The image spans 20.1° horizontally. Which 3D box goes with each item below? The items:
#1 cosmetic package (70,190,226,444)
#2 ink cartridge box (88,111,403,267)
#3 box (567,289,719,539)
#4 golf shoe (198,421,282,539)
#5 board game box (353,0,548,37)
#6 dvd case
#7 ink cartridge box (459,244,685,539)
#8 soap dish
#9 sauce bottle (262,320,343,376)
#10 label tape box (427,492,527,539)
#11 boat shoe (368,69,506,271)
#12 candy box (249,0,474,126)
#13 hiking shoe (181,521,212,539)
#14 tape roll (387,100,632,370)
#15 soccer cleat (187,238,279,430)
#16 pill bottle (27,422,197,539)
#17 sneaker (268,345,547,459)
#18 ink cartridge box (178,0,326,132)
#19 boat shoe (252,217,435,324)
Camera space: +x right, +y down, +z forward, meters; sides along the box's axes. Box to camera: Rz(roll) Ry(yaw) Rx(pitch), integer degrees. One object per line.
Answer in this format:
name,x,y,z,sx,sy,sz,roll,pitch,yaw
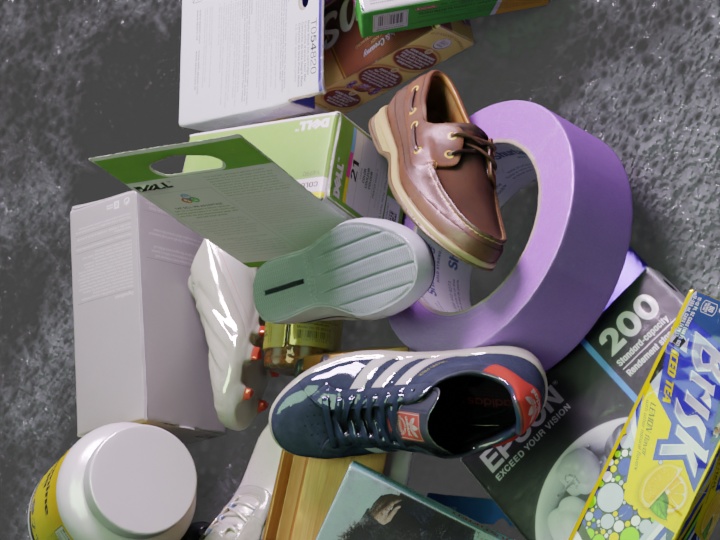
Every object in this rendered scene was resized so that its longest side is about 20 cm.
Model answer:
cosmetic package,-0.178,0.044,1.699,0.090,0.107,0.201,-12,71,35
ink cartridge box,-0.078,-0.078,1.508,0.147,0.200,0.076,-5,64,35
box,0.213,0.120,1.344,0.070,0.064,0.201,24,85,30
golf shoe,-0.085,0.209,1.594,0.078,0.097,0.201,2,79,42
board game box,0.054,-0.290,1.587,0.152,0.040,0.201,-10,69,-5
dvd case,0.017,0.254,1.424,0.146,0.022,0.201,26,102,6
ink cartridge box,0.170,0.099,1.439,0.198,0.043,0.200,-46,55,7
soap dish,-0.017,0.151,1.521,0.157,0.081,0.201,168,115,-79
sauce bottle,-0.039,-0.016,1.633,0.066,0.066,0.201,-1,78,37
label tape box,0.079,0.265,1.477,0.143,0.066,0.201,1,82,37
boat shoe,0.062,-0.077,1.458,0.068,0.072,0.200,-51,34,21
candy box,-0.011,-0.199,1.658,0.199,0.056,0.117,-26,64,32
hiking shoe,-0.159,0.301,1.645,0.087,0.074,0.201,-13,60,55
tape roll,0.105,-0.020,1.486,0.200,0.065,0.201,-30,48,39
soccer cleat,-0.107,0.035,1.666,0.077,0.069,0.201,-1,71,17
pill bottle,-0.195,0.184,1.620,0.200,0.112,0.113,140,129,-64
sneaker,0.028,0.098,1.393,0.199,0.085,0.075,-12,107,12
ink cartridge box,-0.074,-0.221,1.627,0.200,0.040,0.201,-6,81,52
boat shoe,0.000,0.000,1.495,0.200,0.067,0.074,-6,88,52
